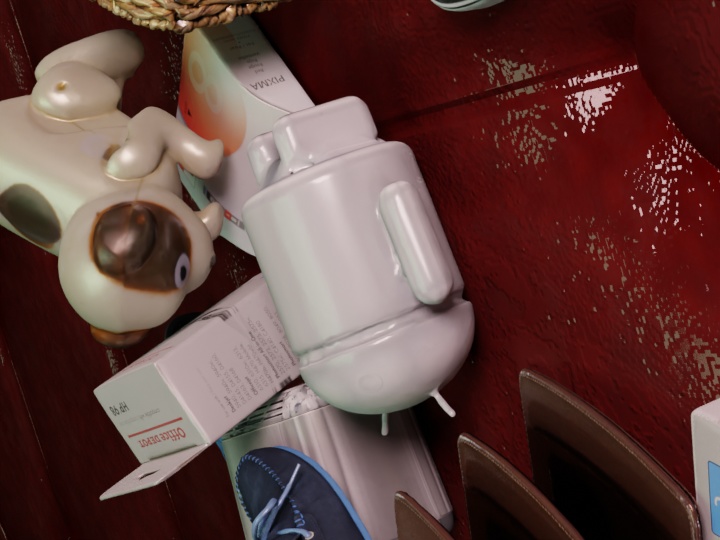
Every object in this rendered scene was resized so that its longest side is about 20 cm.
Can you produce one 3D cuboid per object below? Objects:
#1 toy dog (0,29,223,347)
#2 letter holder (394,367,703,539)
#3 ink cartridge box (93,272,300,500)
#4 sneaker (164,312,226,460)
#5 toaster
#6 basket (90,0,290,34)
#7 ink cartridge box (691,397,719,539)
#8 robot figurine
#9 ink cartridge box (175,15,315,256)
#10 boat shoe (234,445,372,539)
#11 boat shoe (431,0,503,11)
[{"bbox_3d":[-0.179,-0.048,0.995,0.200,0.193,0.140,51,137,32],"label":"toy dog"},{"bbox_3d":[0.094,0.150,0.773,0.200,0.100,0.143,-140,39,-65],"label":"letter holder"},{"bbox_3d":[-0.101,0.068,0.989,0.067,0.200,0.116,57,147,-6],"label":"ink cartridge box"},{"bbox_3d":[-0.108,0.119,1.212,0.200,0.066,0.079,49,150,35],"label":"sneaker"},{"bbox_3d":[-0.019,0.141,1.011,0.200,0.113,0.130,-26,83,61],"label":"toaster"},{"bbox_3d":[-0.129,-0.260,0.907,0.200,0.142,0.150,44,145,40],"label":"basket"},{"bbox_3d":[0.227,0.171,0.645,0.176,0.044,0.202,25,130,56],"label":"ink cartridge box"},{"bbox_3d":[0.000,0.000,0.876,0.169,0.112,0.201,-23,87,64],"label":"robot figurine"},{"bbox_3d":[-0.070,-0.065,1.034,0.201,0.050,0.163,58,151,29],"label":"ink cartridge box"},{"bbox_3d":[-0.034,0.175,0.882,0.200,0.068,0.085,41,133,48],"label":"boat shoe"},{"bbox_3d":[0.061,-0.180,0.689,0.199,0.068,0.074,-32,80,63],"label":"boat shoe"}]
